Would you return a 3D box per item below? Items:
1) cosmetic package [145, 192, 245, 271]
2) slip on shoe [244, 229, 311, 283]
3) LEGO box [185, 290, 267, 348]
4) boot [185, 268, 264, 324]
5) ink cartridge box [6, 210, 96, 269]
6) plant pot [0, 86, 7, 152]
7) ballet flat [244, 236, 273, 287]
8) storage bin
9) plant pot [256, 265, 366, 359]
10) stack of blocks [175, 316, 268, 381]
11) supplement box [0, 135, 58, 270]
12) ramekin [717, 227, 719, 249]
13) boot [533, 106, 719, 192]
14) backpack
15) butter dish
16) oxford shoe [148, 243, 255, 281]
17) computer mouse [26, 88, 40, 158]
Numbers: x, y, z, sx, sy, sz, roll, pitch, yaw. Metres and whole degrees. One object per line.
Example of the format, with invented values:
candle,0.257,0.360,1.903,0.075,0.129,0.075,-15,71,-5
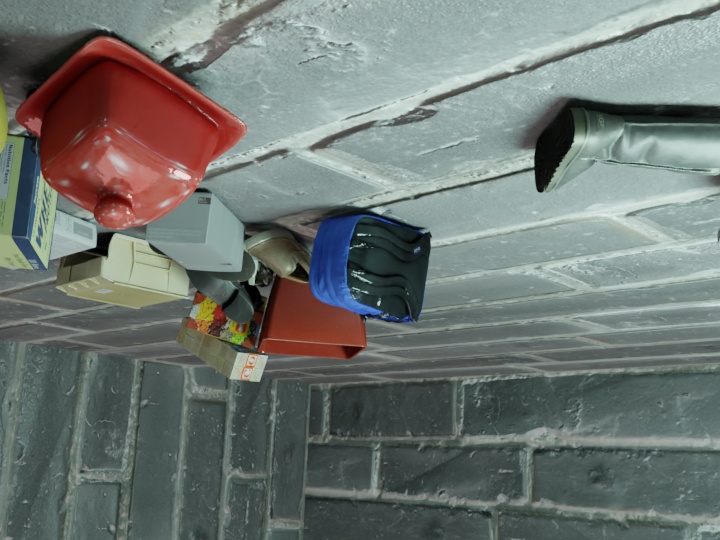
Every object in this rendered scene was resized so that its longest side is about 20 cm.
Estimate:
cosmetic package,-0.260,-0.060,1.399,0.104,0.092,0.200,3,171,10
slip on shoe,-0.139,-0.021,1.550,0.075,0.062,0.200,-22,163,12
LEGO box,-0.280,0.087,1.848,0.146,0.079,0.200,18,-173,-7
boot,-0.264,0.014,1.699,0.069,0.201,0.174,-35,-168,7
ink cartridge box,-0.584,-0.058,1.502,0.196,0.051,0.160,-11,163,22
plant pot,-0.441,-0.155,0.864,0.197,0.204,0.141,-9,-173,43
ballet flat,-0.206,-0.010,1.642,0.073,0.076,0.200,-1,166,14
storage bin,-0.462,0.004,1.704,0.198,0.096,0.196,-10,162,44
plant pot,-0.094,0.068,1.714,0.195,0.180,0.200,6,167,-10
stack of blocks,-0.283,0.164,1.826,0.198,0.060,0.114,26,-171,40
supplement box,-0.533,-0.095,1.192,0.195,0.137,0.200,6,167,-11
ramekin,0.561,-0.082,1.113,0.197,0.096,0.203,3,167,1
boot,0.316,-0.137,1.018,0.195,0.074,0.182,-3,170,-9
backpack,0.000,0.000,1.433,0.165,0.166,0.198,-3,167,39
butter dish,-0.252,-0.113,0.927,0.197,0.151,0.198,-24,141,37
oxford shoe,-0.272,-0.032,1.538,0.196,0.073,0.071,21,177,7
computer mouse,-0.297,-0.167,1.029,0.195,0.045,0.110,6,150,-7
